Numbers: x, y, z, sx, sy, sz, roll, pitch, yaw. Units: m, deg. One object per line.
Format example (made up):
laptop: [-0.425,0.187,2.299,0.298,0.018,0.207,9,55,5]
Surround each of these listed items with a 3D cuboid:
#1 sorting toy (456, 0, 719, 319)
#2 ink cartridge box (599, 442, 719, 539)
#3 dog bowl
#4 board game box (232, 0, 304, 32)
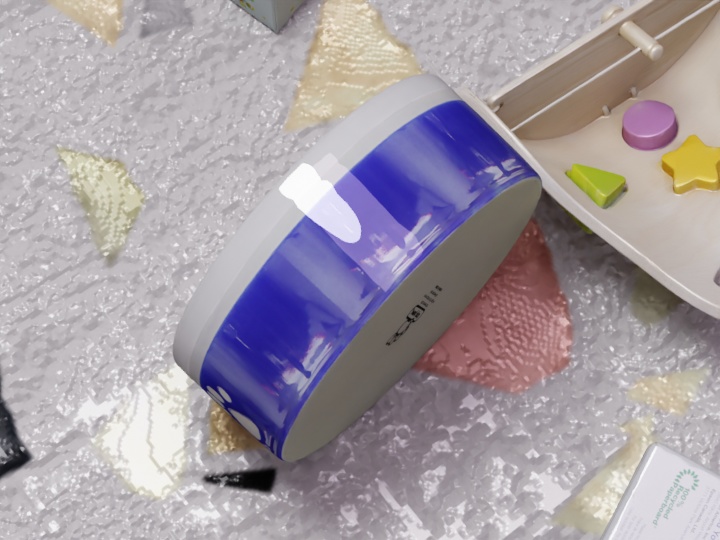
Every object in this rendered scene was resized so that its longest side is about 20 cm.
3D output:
sorting toy: [0.184,-0.063,1.251,0.199,0.107,0.180,-32,59,-13]
ink cartridge box: [0.189,0.220,1.174,0.199,0.043,0.197,28,81,8]
dog bowl: [0.000,0.000,1.189,0.079,0.200,0.200,42,72,12]
board game box: [-0.083,-0.258,1.366,0.199,0.064,0.148,36,72,14]
